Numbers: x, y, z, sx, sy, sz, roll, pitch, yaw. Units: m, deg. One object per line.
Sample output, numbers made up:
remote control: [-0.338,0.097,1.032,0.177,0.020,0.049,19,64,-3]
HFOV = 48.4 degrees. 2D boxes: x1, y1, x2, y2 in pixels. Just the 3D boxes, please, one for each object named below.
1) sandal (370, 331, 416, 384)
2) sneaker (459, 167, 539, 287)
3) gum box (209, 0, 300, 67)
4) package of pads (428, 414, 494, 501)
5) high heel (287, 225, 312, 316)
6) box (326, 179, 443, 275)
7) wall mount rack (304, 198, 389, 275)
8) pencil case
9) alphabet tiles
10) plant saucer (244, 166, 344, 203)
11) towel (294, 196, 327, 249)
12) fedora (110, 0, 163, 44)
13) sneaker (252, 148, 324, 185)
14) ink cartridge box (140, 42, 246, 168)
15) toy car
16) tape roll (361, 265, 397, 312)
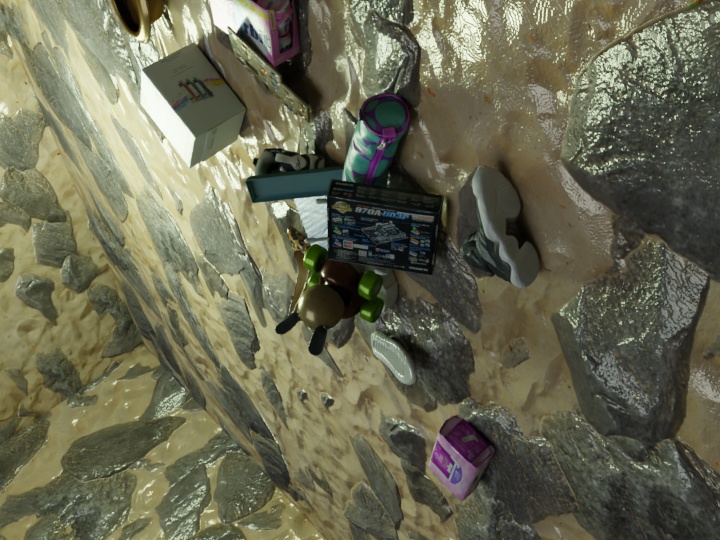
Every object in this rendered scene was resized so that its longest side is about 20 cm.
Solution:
sandal: [0.081,0.180,1.767,0.202,0.049,0.084,-141,42,-57]
sneaker: [0.194,-0.064,1.234,0.113,0.075,0.202,8,130,54]
gum box: [-0.191,-0.464,1.438,0.200,0.066,0.114,40,152,28]
package of pads: [0.218,0.414,1.770,0.120,0.075,0.201,42,152,23]
high heel: [-0.148,0.009,1.845,0.201,0.142,0.071,57,154,-5]
box: [0.040,-0.073,1.401,0.197,0.046,0.160,9,139,7]
wall mount rack: [-0.006,-0.078,1.509,0.172,0.075,0.201,25,140,4]
pencil case: [0.022,-0.205,1.352,0.201,0.084,0.094,111,163,-62]
alphabet tiles: [-0.169,-0.359,1.505,0.200,0.008,0.167,43,174,1]
plant saucer: [-0.122,-0.170,1.569,0.070,0.197,0.019,79,-173,-54]
towel: [-0.079,-0.102,1.676,0.144,0.024,0.203,-26,84,60]
fedora: [-0.489,-0.609,1.772,0.200,0.081,0.203,39,145,34]
sneaker: [-0.172,-0.201,1.632,0.198,0.128,0.081,-2,76,60]
ink cartridge box: [-0.375,-0.365,1.789,0.201,0.144,0.145,52,154,6]
toy car: [-0.072,0.077,1.597,0.163,0.201,0.159,25,148,21]
tape roll: [0.000,0.000,1.698,0.202,0.037,0.204,40,150,29]
